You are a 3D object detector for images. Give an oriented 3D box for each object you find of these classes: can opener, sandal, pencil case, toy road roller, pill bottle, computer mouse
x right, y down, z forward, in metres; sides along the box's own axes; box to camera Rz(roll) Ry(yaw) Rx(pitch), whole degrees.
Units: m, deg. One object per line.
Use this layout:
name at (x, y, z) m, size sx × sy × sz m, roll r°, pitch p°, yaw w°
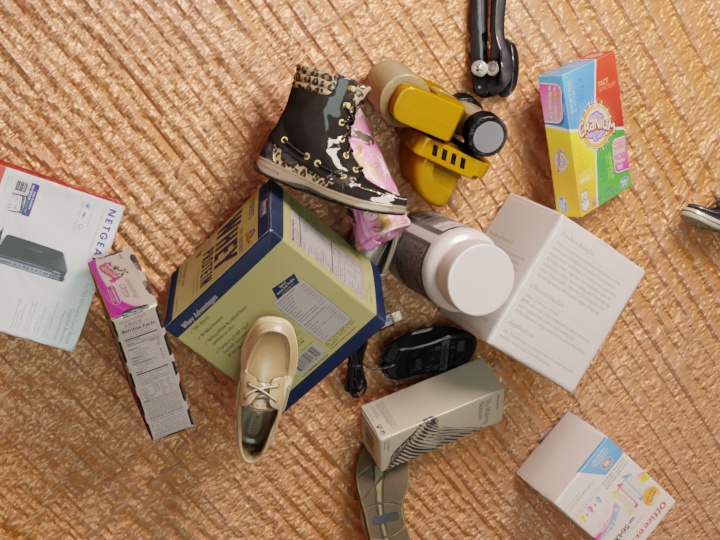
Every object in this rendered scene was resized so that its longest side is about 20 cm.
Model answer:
can opener at (0.175, -0.334, 1.656) m, size 0.063 × 0.079 × 0.201 m, roll -2°, pitch 103°, yaw 20°
sandal at (0.032, 0.338, 1.748) m, size 0.080 × 0.054 × 0.201 m, roll -6°, pitch 86°, yaw -14°
pencil case at (-0.005, -0.126, 1.583) m, size 0.086 × 0.083 × 0.201 m, roll -24°, pitch 88°, yaw -15°
toy road roller at (0.085, -0.176, 1.620) m, size 0.199 × 0.123 × 0.146 m, roll 22°, pitch 105°, yaw -24°
pill bottle at (0.119, -0.009, 1.625) m, size 0.113 × 0.200 × 0.114 m, roll -5°, pitch 104°, yaw -19°
computer mouse at (0.064, 0.095, 1.698) m, size 0.199 × 0.046 × 0.141 m, roll -16°, pitch 134°, yaw -11°

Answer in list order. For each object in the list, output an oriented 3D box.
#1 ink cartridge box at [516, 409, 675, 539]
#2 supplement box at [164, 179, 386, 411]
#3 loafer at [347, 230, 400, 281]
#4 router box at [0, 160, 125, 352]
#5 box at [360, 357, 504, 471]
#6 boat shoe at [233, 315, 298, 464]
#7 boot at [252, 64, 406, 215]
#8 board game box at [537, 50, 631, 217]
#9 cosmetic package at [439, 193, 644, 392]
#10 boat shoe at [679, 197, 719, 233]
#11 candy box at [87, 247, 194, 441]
ink cartridge box at (0.363, 0.333, 1.836) m, size 0.200 × 0.125 × 0.129 m, roll 41°, pitch 86°, yaw -23°
supplement box at (-0.108, 0.035, 1.552) m, size 0.200 × 0.134 × 0.200 m, roll -42°, pitch 115°, yaw 19°
loafer at (0.000, 0.000, 1.653) m, size 0.070 × 0.070 × 0.201 m, roll 19°, pitch 95°, yaw -23°
router box at (-0.411, -0.020, 1.508) m, size 0.179 × 0.049 × 0.201 m, roll 18°, pitch 96°, yaw -23°
box at (0.101, 0.203, 1.724) m, size 0.199 × 0.068 × 0.082 m, roll -21°, pitch 140°, yaw -15°
boat shoe at (-0.119, 0.149, 1.503) m, size 0.072 × 0.065 × 0.201 m, roll 10°, pitch 121°, yaw -9°
boot at (-0.020, -0.159, 1.508) m, size 0.199 × 0.073 × 0.151 m, roll 19°, pitch 92°, yaw 11°
board game box at (0.316, -0.192, 1.705) m, size 0.153 × 0.040 × 0.201 m, roll -29°, pitch 115°, yaw -45°
cosmetic package at (0.251, 0.029, 1.702) m, size 0.167 × 0.166 × 0.200 m, roll 31°, pitch 91°, yaw -24°
boat shoe at (0.566, -0.085, 1.846) m, size 0.199 × 0.075 × 0.063 m, roll 7°, pitch 95°, yaw -27°
candy box at (-0.272, 0.092, 1.509) m, size 0.061 × 0.136 × 0.201 m, roll -19°, pitch 126°, yaw -14°
